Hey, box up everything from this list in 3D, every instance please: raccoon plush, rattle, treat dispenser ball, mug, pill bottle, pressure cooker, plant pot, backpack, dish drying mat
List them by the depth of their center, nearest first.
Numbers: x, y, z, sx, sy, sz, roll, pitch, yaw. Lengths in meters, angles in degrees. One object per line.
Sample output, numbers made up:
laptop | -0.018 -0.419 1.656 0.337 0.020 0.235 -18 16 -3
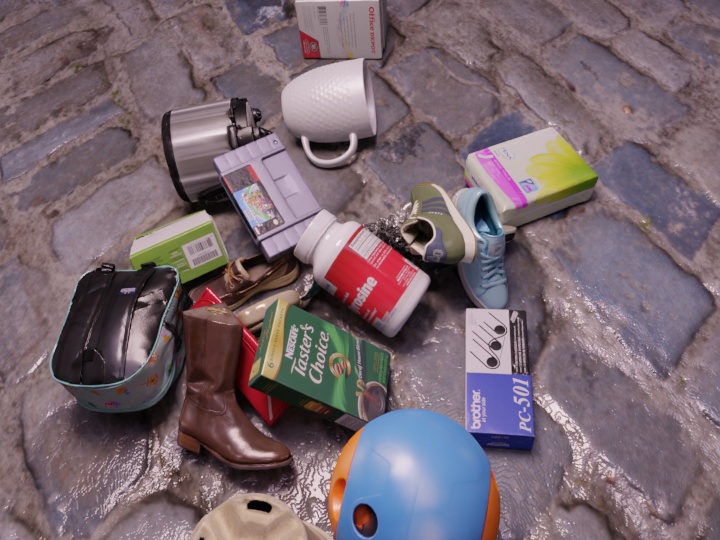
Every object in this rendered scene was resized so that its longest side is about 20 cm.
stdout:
plant pot | -0.107 0.343 0.679 0.195 0.186 0.204 -3 50 3
treat dispenser ball | 0.061 0.264 0.715 0.195 0.203 0.204 -3 50 3
dish drying mat | -0.171 0.121 0.879 0.200 0.077 0.018 46 26 11
backpack | -0.344 0.108 0.914 0.171 0.156 0.203 0 45 6
pill bottle | 0.000 0.000 0.954 0.198 0.113 0.113 36 59 4
rattle | -0.107 0.094 0.965 0.198 0.131 0.144 -18 63 -50
raccoon plush | 0.017 -0.070 1.069 0.196 0.098 0.135 20 47 21
pressure cooker | -0.253 -0.228 1.162 0.195 0.181 0.178 -11 47 -3
mug | -0.062 -0.305 1.243 0.171 0.148 0.206 -7 80 10

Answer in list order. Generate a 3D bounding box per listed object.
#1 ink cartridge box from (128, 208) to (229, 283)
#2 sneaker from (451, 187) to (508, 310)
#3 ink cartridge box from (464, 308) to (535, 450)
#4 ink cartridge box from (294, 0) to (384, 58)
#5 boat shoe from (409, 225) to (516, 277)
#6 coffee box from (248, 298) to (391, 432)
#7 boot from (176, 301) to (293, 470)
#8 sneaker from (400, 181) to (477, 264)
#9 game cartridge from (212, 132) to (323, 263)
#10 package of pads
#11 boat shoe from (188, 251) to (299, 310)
ink cartridge box | -0.317 -0.039 1.089 0.145 0.077 0.200 -25 18 -11
sneaker | 0.190 -0.028 0.954 0.072 0.082 0.205 -20 95 -15
ink cartridge box | 0.196 0.150 0.897 0.091 0.045 0.204 1 51 9
ink cartridge box | -0.038 -0.600 1.463 0.194 0.147 0.147 4 50 8
boat shoe | 0.173 -0.029 1.030 0.195 0.068 0.074 -15 16 -26
coffee box | -0.050 0.135 0.862 0.197 0.044 0.125 29 48 -22
boot | -0.167 0.152 0.843 0.182 0.064 0.206 8 95 14
sneaker | 0.099 -0.077 0.964 0.088 0.068 0.201 -6 37 -18
game cartridge | -0.149 -0.125 1.042 0.128 0.039 0.202 -26 76 -26
package of pads | 0.301 -0.170 1.131 0.196 0.069 0.156 -19 53 -11
boat shoe | -0.198 0.008 1.033 0.196 0.073 0.073 -20 51 -10
